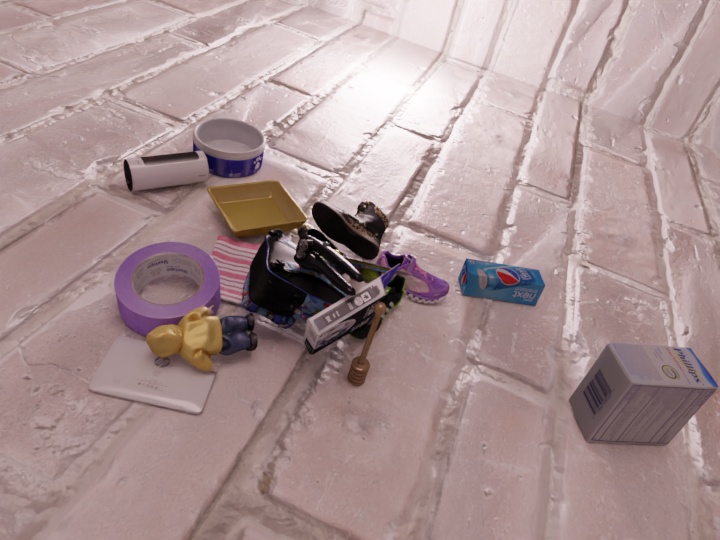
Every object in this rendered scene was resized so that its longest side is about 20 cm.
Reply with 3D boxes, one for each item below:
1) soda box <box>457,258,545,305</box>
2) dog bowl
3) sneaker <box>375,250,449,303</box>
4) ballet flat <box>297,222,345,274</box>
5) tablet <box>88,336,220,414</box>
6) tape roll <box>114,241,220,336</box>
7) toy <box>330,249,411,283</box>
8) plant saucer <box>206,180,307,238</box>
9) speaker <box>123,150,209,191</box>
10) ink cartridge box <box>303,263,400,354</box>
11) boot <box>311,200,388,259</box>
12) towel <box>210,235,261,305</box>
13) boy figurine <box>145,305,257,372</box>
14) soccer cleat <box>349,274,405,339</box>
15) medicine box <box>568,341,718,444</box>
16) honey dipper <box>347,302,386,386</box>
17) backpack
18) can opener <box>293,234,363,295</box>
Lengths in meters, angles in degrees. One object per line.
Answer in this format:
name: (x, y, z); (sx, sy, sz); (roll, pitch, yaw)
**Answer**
soda box: (0.346, 0.029, 1.424); (0.196, 0.069, 0.065); (8, 38, -10)
dog bowl: (-0.368, -0.346, 1.619); (0.196, 0.080, 0.202); (10, 39, -8)
sneaker: (0.118, 0.009, 1.352); (0.196, 0.090, 0.081); (17, 36, 0)
ballet flat: (-0.088, -0.064, 1.389); (0.066, 0.058, 0.200); (-17, 44, -34)
tablet: (-0.361, 0.182, 1.030); (0.196, 0.014, 0.131); (14, 38, -4)
tape roll: (-0.377, 0.036, 1.141); (0.196, 0.066, 0.202); (7, 45, -7)
toy: (0.000, 0.000, 1.215); (0.198, 0.048, 0.114); (19, -4, -38)
plant saucer: (-0.258, -0.147, 1.433); (0.197, 0.049, 0.201); (-12, 43, -29)
speaker: (-0.490, -0.252, 1.460); (0.197, 0.082, 0.081); (-14, 47, -32)
ink cartridge box: (-0.013, 0.079, 1.091); (0.198, 0.198, 0.044); (-31, 79, -16)
boot: (-0.019, -0.129, 1.466); (0.198, 0.074, 0.151); (34, 37, -1)
towel: (-0.266, -0.002, 1.275); (0.143, 0.030, 0.202); (10, 39, -7)
boy figurine: (-0.288, 0.128, 1.055); (0.197, 0.064, 0.127); (-5, 72, -31)
soccer cleat: (0.035, 0.074, 1.247); (0.067, 0.082, 0.200); (29, 40, 17)
medicine box: (0.550, 0.245, 1.139); (0.196, 0.184, 0.104); (5, 39, -13)
honey dipper: (0.014, 0.134, 1.069); (0.037, 0.203, 0.038); (10, 37, -8)
backpack: (-0.125, 0.036, 1.172); (0.198, 0.136, 0.183); (27, 21, -22)
can opener: (-0.057, -0.014, 1.048); (0.078, 0.065, 0.199); (15, 9, -38)
